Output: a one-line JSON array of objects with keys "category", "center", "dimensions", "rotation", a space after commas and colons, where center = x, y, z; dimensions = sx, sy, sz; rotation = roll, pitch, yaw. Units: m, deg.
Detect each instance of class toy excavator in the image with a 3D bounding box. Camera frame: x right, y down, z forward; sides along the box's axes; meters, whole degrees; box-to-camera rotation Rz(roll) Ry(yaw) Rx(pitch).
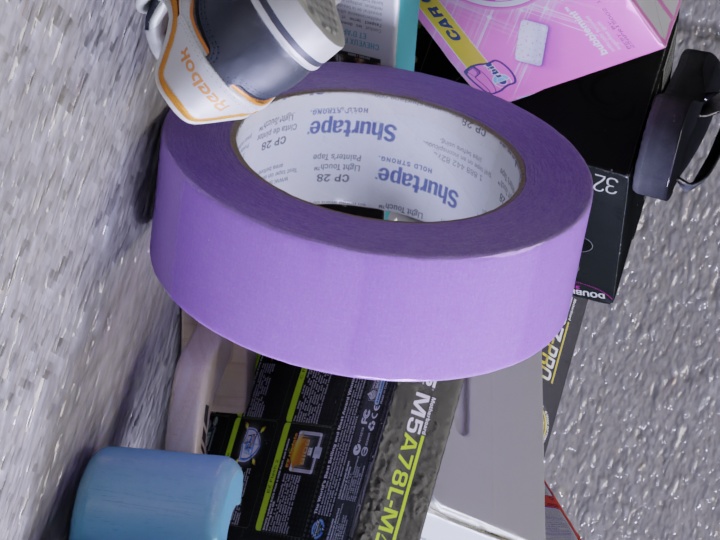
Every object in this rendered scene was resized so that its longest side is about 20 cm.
[{"category": "toy excavator", "center": [-0.087, 0.107, 1.113], "dimensions": [0.194, 0.100, 0.200], "rotation": [42, 55, -80]}]

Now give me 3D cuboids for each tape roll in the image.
[{"category": "tape roll", "center": [0.004, -0.027, 1.078], "dimensions": [0.200, 0.200, 0.066], "rotation": [-58, 160, -59]}]

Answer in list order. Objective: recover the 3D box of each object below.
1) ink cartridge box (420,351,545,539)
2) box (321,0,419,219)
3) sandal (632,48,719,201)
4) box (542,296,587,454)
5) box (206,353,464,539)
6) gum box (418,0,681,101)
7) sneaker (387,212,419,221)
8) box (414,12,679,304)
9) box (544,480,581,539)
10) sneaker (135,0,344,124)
[{"category": "ink cartridge box", "center": [0.008, 0.113, 1.254], "dimensions": [0.200, 0.083, 0.147], "rotation": [-35, -138, 43]}, {"category": "box", "center": [-0.015, -0.116, 1.185], "dimensions": [0.200, 0.082, 0.049], "rotation": [94, 14, -46]}, {"category": "sandal", "center": [0.188, -0.075, 1.310], "dimensions": [0.200, 0.043, 0.076], "rotation": [-48, 151, -68]}, {"category": "box", "center": [0.049, 0.047, 1.483], "dimensions": [0.049, 0.200, 0.161], "rotation": [32, 65, -38]}, {"category": "box", "center": [-0.036, 0.118, 1.191], "dimensions": [0.193, 0.047, 0.200], "rotation": [-3, -111, 59]}, {"category": "gum box", "center": [0.070, -0.179, 1.177], "dimensions": [0.200, 0.113, 0.066], "rotation": [49, 44, -27]}, {"category": "sneaker", "center": [0.000, 0.000, 1.322], "dimensions": [0.200, 0.075, 0.081], "rotation": [-42, -159, 33]}, {"category": "box", "center": [0.069, -0.089, 1.337], "dimensions": [0.149, 0.200, 0.124], "rotation": [85, 21, -60]}, {"category": "box", "center": [0.032, 0.193, 1.478], "dimensions": [0.103, 0.200, 0.095], "rotation": [-121, -142, -62]}, {"category": "sneaker", "center": [-0.053, -0.123, 1.009], "dimensions": [0.079, 0.078, 0.200], "rotation": [-34, -164, 14]}]
